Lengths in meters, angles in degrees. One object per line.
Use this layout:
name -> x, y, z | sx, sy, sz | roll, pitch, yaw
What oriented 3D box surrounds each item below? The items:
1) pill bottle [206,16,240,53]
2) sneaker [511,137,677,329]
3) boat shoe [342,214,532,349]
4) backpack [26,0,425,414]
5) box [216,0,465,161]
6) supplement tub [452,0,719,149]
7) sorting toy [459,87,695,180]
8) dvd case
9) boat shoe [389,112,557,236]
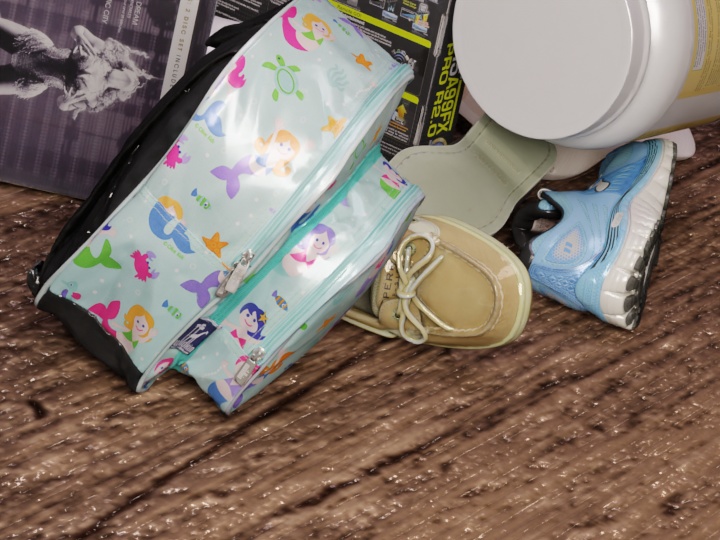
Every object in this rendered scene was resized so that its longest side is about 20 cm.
pill bottle -> -0.173, -0.128, 1.647 | 0.199, 0.112, 0.111 | 12, 23, -2
sneaker -> 0.138, -0.035, 1.646 | 0.089, 0.079, 0.200 | 12, 22, 8
boat shoe -> 0.000, -0.003, 1.499 | 0.200, 0.074, 0.063 | 23, 22, 31
backpack -> -0.054, -0.038, 1.398 | 0.150, 0.200, 0.178 | 36, 24, 2
box -> -0.023, -0.155, 1.725 | 0.199, 0.161, 0.044 | 25, 25, 28
supplement tub -> 0.159, -0.151, 1.672 | 0.145, 0.146, 0.200 | 26, 22, 28
sorting toy -> 0.139, -0.131, 1.873 | 0.180, 0.107, 0.200 | 21, 15, -36
dvd case -> -0.190, -0.124, 1.583 | 0.199, 0.149, 0.016 | 12, 8, -1
boat shoe -> 0.052, -0.040, 1.634 | 0.072, 0.061, 0.201 | 47, 33, 7
